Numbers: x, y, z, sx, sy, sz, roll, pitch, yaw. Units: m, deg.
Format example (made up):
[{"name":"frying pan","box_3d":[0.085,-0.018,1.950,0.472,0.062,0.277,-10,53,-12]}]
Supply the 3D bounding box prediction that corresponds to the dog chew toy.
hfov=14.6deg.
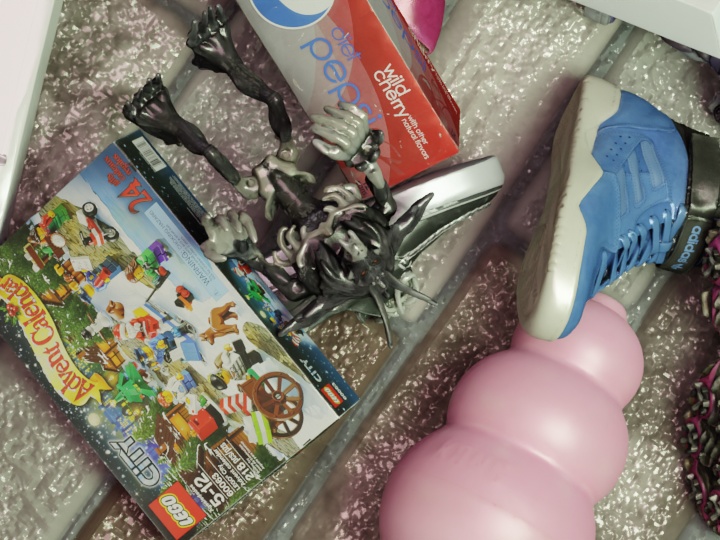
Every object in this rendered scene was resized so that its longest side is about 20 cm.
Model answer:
[{"name":"dog chew toy","box_3d":[0.095,0.102,1.599,0.124,0.125,0.200,30,76,-1]}]

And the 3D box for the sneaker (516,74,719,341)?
[{"name":"sneaker","box_3d":[0.158,-0.023,1.597,0.111,0.077,0.200,22,40,-5]}]

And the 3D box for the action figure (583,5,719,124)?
[{"name":"action figure","box_3d":[0.205,-0.139,1.625,0.069,0.130,0.200,-36,72,-29]}]

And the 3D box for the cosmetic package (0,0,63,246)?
[{"name":"cosmetic package","box_3d":[-0.224,-0.119,1.630,0.082,0.051,0.201,13,84,-3]}]

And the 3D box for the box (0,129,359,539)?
[{"name":"box","box_3d":[-0.115,0.040,1.598,0.137,0.038,0.200,-41,88,23]}]

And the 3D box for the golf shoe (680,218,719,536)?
[{"name":"golf shoe","box_3d":[0.240,0.063,1.612,0.092,0.073,0.201,-4,114,-22]}]

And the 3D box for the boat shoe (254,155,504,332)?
[{"name":"boat shoe","box_3d":[0.000,0.000,1.623,0.199,0.074,0.068,-27,93,-3]}]

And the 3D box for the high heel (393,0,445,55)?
[{"name":"high heel","box_3d":[-0.050,-0.172,1.639,0.199,0.067,0.096,1,74,-17]}]

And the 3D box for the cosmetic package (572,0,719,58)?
[{"name":"cosmetic package","box_3d":[0.153,-0.221,1.593,0.200,0.052,0.151,24,71,26]}]

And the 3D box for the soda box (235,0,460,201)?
[{"name":"soda box","box_3d":[-0.019,-0.144,1.598,0.070,0.063,0.200,-27,112,14]}]

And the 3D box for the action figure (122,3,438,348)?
[{"name":"action figure","box_3d":[-0.042,-0.045,1.546,0.119,0.102,0.200,-45,79,-1]}]
